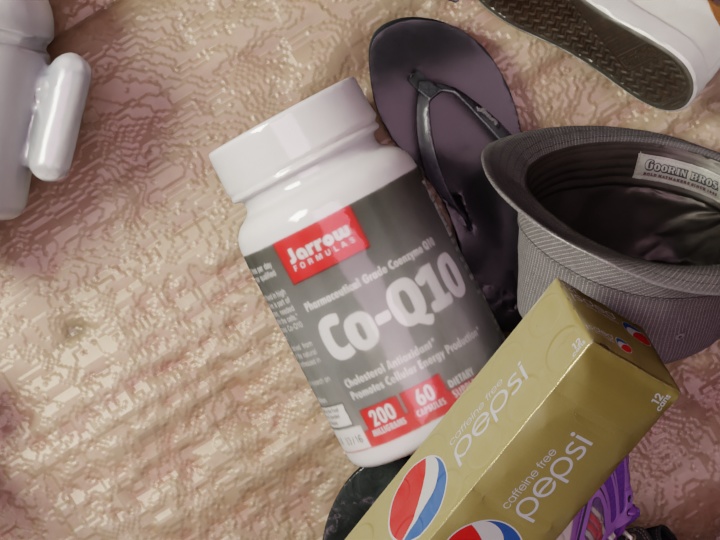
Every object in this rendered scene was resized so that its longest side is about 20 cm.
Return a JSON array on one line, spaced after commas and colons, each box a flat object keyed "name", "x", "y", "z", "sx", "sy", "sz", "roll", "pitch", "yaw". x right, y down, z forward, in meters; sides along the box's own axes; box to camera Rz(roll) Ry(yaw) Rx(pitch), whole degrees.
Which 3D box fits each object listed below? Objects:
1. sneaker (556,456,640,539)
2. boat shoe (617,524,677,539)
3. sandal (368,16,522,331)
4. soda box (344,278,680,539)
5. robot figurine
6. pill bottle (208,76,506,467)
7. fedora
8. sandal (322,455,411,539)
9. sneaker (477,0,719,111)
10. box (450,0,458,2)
[{"name": "sneaker", "x": 0.117, "y": 0.147, "z": 1.022, "sx": 0.083, "sy": 0.081, "sz": 0.201, "roll": 27, "pitch": 75, "yaw": -30}, {"name": "boat shoe", "x": 0.161, "y": 0.178, "z": 1.067, "sx": 0.199, "sy": 0.072, "sz": 0.068, "roll": 8, "pitch": 91, "yaw": 25}, {"name": "sandal", "x": 0.069, "y": -0.061, "z": 1.081, "sx": 0.076, "sy": 0.043, "sz": 0.201, "roll": -27, "pitch": 94, "yaw": 1}, {"name": "soda box", "x": 0.074, "y": 0.106, "z": 0.957, "sx": 0.064, "sy": 0.068, "sz": 0.200, "roll": 29, "pitch": 109, "yaw": -25}, {"name": "robot figurine", "x": -0.237, "y": -0.100, "z": 1.041, "sx": 0.169, "sy": 0.113, "sz": 0.201, "roll": 11, "pitch": 94, "yaw": 7}, {"name": "pill bottle", "x": 0.000, "y": 0.000, "z": 1.049, "sx": 0.114, "sy": 0.114, "sz": 0.201, "roll": -28, "pitch": 94, "yaw": 2}, {"name": "fedora", "x": 0.152, "y": -0.007, "z": 1.033, "sx": 0.177, "sy": 0.200, "sz": 0.091, "roll": 38, "pitch": 127, "yaw": 35}, {"name": "sandal", "x": -0.003, "y": 0.207, "z": 1.097, "sx": 0.075, "sy": 0.048, "sz": 0.201, "roll": 22, "pitch": 95, "yaw": -1}, {"name": "sneaker", "x": 0.129, "y": -0.177, "z": 1.073, "sx": 0.200, "sy": 0.073, "sz": 0.085, "roll": 38, "pitch": 58, "yaw": 5}, {"name": "box", "x": 0.023, "y": -0.273, "z": 1.008, "sx": 0.148, "sy": 0.104, "sz": 0.200, "roll": 31, "pitch": 95, "yaw": 28}]
